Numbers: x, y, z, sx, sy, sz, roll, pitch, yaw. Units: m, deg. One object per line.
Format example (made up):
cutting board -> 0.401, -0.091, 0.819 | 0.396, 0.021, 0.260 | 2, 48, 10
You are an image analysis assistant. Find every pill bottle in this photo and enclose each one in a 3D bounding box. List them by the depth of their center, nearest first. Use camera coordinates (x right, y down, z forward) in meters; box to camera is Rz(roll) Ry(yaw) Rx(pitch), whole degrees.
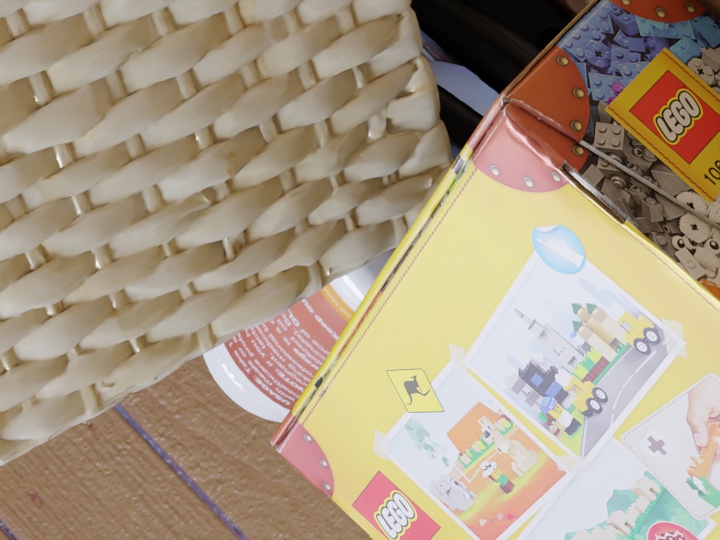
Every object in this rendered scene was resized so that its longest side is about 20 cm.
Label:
pill bottle -> 0.000, 0.000, 0.852 | 0.112, 0.112, 0.200 | 42, 154, -5

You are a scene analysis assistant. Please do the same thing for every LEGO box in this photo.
LEGO box -> 0.077, 0.034, 0.612 | 0.149, 0.077, 0.200 | 42, 143, 6

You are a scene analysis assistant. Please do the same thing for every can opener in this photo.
can opener -> 0.083, -0.024, 0.681 | 0.199, 0.064, 0.079 | 32, 177, 17

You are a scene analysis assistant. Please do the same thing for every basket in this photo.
basket -> -0.094, -0.078, 0.651 | 0.161, 0.199, 0.200 | 34, 146, 54

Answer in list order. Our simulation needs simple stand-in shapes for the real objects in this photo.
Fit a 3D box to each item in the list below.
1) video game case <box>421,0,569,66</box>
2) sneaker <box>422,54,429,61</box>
video game case -> 0.057, -0.085, 0.829 | 0.181, 0.026, 0.200 | 43, 180, -27
sneaker -> -0.026, -0.071, 0.965 | 0.073, 0.113, 0.201 | 92, 154, -43
